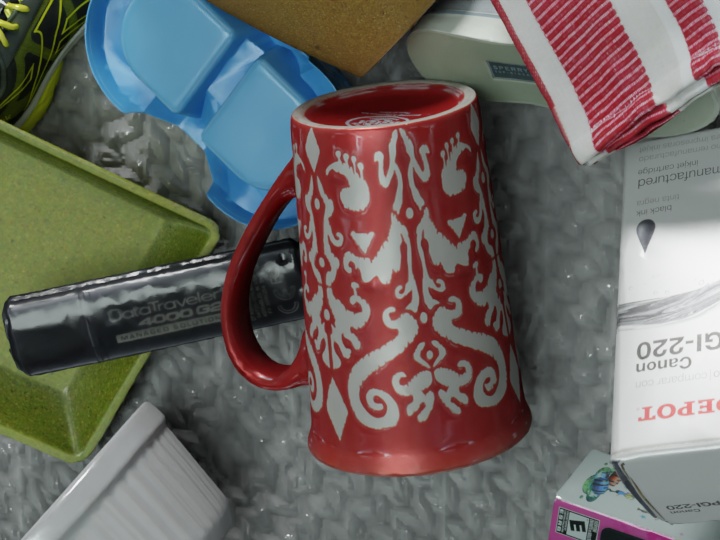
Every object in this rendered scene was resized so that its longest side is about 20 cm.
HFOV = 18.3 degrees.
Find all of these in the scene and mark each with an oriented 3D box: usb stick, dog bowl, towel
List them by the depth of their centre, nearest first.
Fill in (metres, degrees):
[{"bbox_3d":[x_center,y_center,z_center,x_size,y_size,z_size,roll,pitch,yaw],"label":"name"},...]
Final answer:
[{"bbox_3d":[0.146,-0.154,1.145,0.200,0.023,0.145,-33,82,46],"label":"towel"},{"bbox_3d":[-0.079,-0.115,1.374,0.200,0.050,0.112,44,114,11],"label":"dog bowl"},{"bbox_3d":[-0.125,0.023,1.392,0.198,0.033,0.056,-12,110,4],"label":"usb stick"}]

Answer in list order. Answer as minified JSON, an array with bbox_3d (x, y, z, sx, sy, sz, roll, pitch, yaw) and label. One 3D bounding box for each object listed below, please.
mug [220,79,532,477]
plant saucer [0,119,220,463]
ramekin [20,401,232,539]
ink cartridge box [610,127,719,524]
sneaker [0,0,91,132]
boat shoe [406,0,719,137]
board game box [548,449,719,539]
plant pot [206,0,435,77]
[{"bbox_3d":[0.003,0.003,1.285,0.176,0.134,0.201,-7,108,-1],"label":"mug"},{"bbox_3d":[-0.220,0.001,1.421,0.199,0.048,0.200,25,113,-18],"label":"plant saucer"},{"bbox_3d":[-0.165,0.186,1.394,0.094,0.202,0.203,41,114,0],"label":"ramekin"},{"bbox_3d":[0.215,0.024,1.193,0.145,0.085,0.201,-9,58,25],"label":"ink cartridge box"},{"bbox_3d":[-0.209,-0.162,1.402,0.074,0.085,0.201,31,112,14],"label":"sneaker"},{"bbox_3d":[0.121,-0.130,1.258,0.200,0.072,0.070,14,144,34],"label":"boat shoe"},{"bbox_3d":[0.204,0.208,1.289,0.199,0.064,0.149,16,118,20],"label":"board game box"},{"bbox_3d":[-0.039,-0.213,1.283,0.200,0.187,0.186,43,114,-5],"label":"plant pot"}]
